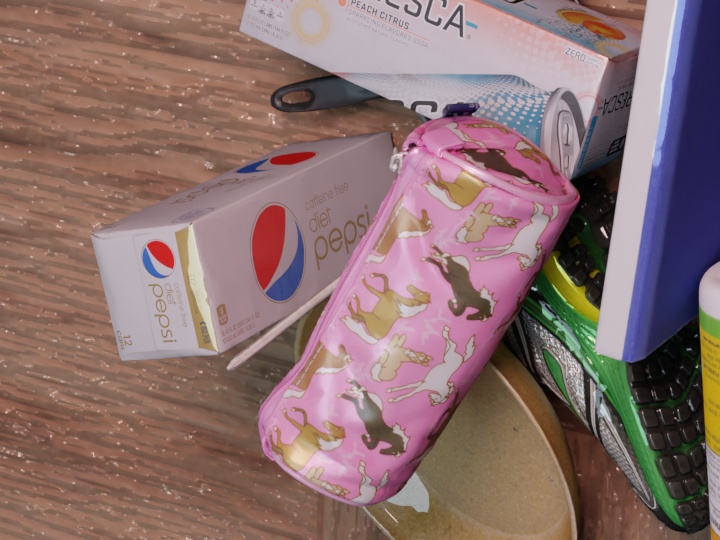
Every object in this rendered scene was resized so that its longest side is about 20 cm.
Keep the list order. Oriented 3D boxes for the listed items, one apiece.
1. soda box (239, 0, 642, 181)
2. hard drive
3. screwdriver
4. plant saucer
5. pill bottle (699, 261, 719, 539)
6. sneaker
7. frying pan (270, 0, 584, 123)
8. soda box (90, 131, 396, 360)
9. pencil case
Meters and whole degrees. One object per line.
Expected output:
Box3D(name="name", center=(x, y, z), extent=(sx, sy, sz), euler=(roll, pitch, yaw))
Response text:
Box3D(name="soda box", center=(0.041, -0.117, 1.114), extent=(0.200, 0.064, 0.069), euler=(26, 116, 23))
Box3D(name="hard drive", center=(0.158, -0.070, 1.050), extent=(0.025, 0.132, 0.200), euler=(17, 114, 25))
Box3D(name="screwdriver", center=(0.000, 0.000, 1.129), extent=(0.029, 0.200, 0.028), euler=(1, 118, 37))
Box3D(name="plant saucer", center=(0.047, 0.086, 1.194), extent=(0.200, 0.035, 0.200), euler=(33, 143, 29))
Box3D(name="pill bottle", center=(0.223, 0.095, 1.079), extent=(0.111, 0.111, 0.200), euler=(4, 108, 30))
Box3D(name="sneaker", center=(0.127, 0.045, 1.152), extent=(0.085, 0.078, 0.200), euler=(-32, 86, 49))
Box3D(name="frying pan", center=(0.048, -0.090, 1.169), extent=(0.190, 0.031, 0.115), euler=(-33, 85, 37))
Box3D(name="soda box", center=(-0.051, -0.016, 1.151), extent=(0.064, 0.200, 0.068), euler=(-5, 103, 32))
Box3D(name="pencil case", center=(0.024, 0.021, 1.072), extent=(0.086, 0.083, 0.200), euler=(37, 117, 17))
